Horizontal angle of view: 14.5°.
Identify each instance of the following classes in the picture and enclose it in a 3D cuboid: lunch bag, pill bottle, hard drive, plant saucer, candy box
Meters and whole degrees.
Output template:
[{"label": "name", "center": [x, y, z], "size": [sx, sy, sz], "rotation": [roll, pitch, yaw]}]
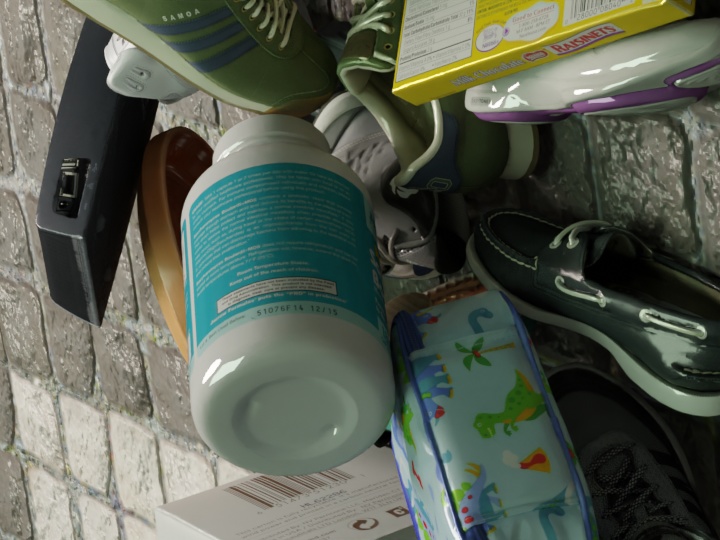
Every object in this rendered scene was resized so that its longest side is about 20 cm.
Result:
[{"label": "lunch bag", "center": [0.072, 0.128, 1.538], "size": [0.161, 0.082, 0.201], "rotation": [84, 170, -55]}, {"label": "pill bottle", "center": [-0.043, 0.006, 1.564], "size": [0.111, 0.110, 0.200], "rotation": [107, 163, -44]}, {"label": "hard drive", "center": [-0.161, -0.081, 1.779], "size": [0.135, 0.042, 0.201], "rotation": [90, -170, -62]}, {"label": "plant saucer", "center": [-0.096, 0.006, 1.831], "size": [0.200, 0.032, 0.201], "rotation": [-20, -90, -77]}, {"label": "candy box", "center": [0.097, -0.156, 1.475], "size": [0.200, 0.026, 0.103], "rotation": [-15, 57, 46]}]

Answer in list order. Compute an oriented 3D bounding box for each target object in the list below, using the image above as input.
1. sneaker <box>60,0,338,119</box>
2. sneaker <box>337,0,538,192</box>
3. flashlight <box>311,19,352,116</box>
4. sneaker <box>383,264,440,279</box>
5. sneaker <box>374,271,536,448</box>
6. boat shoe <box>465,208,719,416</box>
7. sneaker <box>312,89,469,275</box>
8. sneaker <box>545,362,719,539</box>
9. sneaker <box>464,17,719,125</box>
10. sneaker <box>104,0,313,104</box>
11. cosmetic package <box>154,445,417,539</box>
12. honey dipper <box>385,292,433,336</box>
[{"label": "sneaker", "center": [-0.076, -0.153, 1.568], "size": [0.090, 0.200, 0.067], "rotation": [-33, 41, 42]}, {"label": "sneaker", "center": [0.025, -0.136, 1.613], "size": [0.067, 0.090, 0.201], "rotation": [-37, 73, 60]}, {"label": "flashlight", "center": [-0.053, -0.155, 1.782], "size": [0.200, 0.068, 0.068], "rotation": [29, 125, 44]}, {"label": "sneaker", "center": [-0.019, -0.026, 1.762], "size": [0.200, 0.088, 0.076], "rotation": [10, 111, 55]}, {"label": "sneaker", "center": [0.051, 0.057, 1.719], "size": [0.080, 0.071, 0.200], "rotation": [55, 145, -10]}, {"label": "boat shoe", "center": [0.137, 0.005, 1.542], "size": [0.200, 0.075, 0.061], "rotation": [30, 131, 34]}, {"label": "sneaker", "center": [0.000, 0.000, 1.660], "size": [0.115, 0.075, 0.201], "rotation": [22, 92, 30]}, {"label": "sneaker", "center": [0.154, 0.134, 1.530], "size": [0.201, 0.075, 0.114], "rotation": [61, -178, 11]}, {"label": "sneaker", "center": [0.120, -0.129, 1.493], "size": [0.200, 0.075, 0.100], "rotation": [0, 92, 52]}, {"label": "sneaker", "center": [-0.120, -0.167, 1.658], "size": [0.200, 0.115, 0.075], "rotation": [43, -157, -48]}, {"label": "cosmetic package", "center": [-0.010, 0.237, 1.801], "size": [0.166, 0.167, 0.201], "rotation": [17, 120, 54]}, {"label": "honey dipper", "center": [0.064, 0.096, 1.668], "size": [0.038, 0.038, 0.200], "rotation": [28, 154, 50]}]
